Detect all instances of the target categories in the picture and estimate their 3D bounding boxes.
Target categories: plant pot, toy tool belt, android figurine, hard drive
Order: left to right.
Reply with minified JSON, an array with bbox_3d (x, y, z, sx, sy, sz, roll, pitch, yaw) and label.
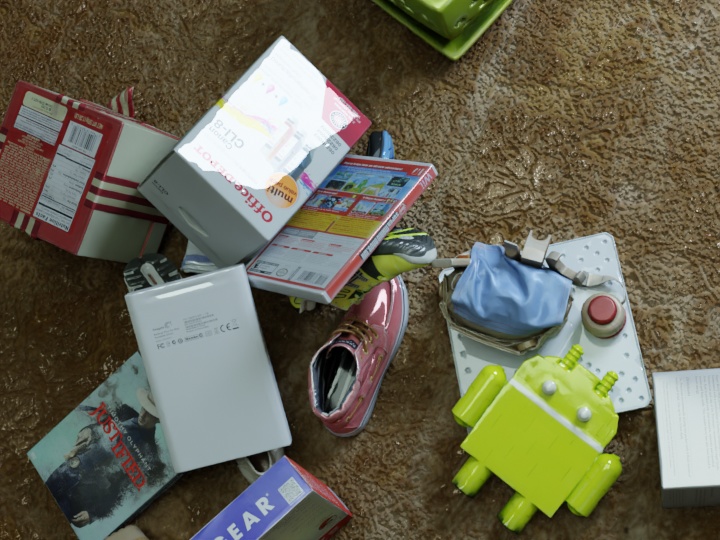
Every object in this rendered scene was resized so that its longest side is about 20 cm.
[{"bbox_3d":[-0.162,0.106,1.481,0.131,0.026,0.201,-14,99,4],"label":"hard drive"},{"bbox_3d":[0.096,-0.378,1.605,0.200,0.182,0.199,40,84,22],"label":"plant pot"},{"bbox_3d":[0.179,0.024,1.457,0.199,0.123,0.126,10,75,16],"label":"toy tool belt"},{"bbox_3d":[0.190,0.173,1.453,0.182,0.041,0.200,39,96,8],"label":"android figurine"}]

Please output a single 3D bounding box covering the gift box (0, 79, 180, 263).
[{"bbox_3d":[-0.302,-0.118,1.607,0.184,0.187,0.201,28,95,22],"label":"gift box"}]

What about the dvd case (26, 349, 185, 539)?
[{"bbox_3d":[-0.272,0.201,1.560,0.200,0.022,0.146,-41,71,11],"label":"dvd case"}]

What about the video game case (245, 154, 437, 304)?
[{"bbox_3d":[-0.025,-0.049,1.484,0.143,0.017,0.200,11,53,47],"label":"video game case"}]

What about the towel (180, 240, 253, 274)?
[{"bbox_3d":[-0.132,-0.087,1.648,0.146,0.024,0.201,3,73,13],"label":"towel"}]

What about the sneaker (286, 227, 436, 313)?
[{"bbox_3d":[0.000,0.000,1.505,0.199,0.075,0.077,-7,98,36],"label":"sneaker"}]

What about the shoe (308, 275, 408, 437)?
[{"bbox_3d":[-0.001,0.081,1.525,0.071,0.091,0.201,14,76,17],"label":"shoe"}]

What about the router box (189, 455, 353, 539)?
[{"bbox_3d":[-0.115,0.292,1.435,0.200,0.180,0.049,-42,68,-2],"label":"router box"}]

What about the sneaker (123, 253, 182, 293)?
[{"bbox_3d":[-0.202,0.073,1.574,0.078,0.091,0.200,-22,54,-18],"label":"sneaker"}]

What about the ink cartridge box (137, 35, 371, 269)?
[{"bbox_3d":[-0.119,-0.125,1.535,0.145,0.145,0.200,43,63,-9],"label":"ink cartridge box"}]

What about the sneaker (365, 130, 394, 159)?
[{"bbox_3d":[-0.018,-0.077,1.592,0.082,0.071,0.200,24,82,13],"label":"sneaker"}]

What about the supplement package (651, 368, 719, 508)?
[{"bbox_3d":[0.399,0.168,1.388,0.199,0.120,0.122,-4,70,12],"label":"supplement package"}]

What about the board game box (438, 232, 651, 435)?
[{"bbox_3d":[0.200,0.075,1.516,0.199,0.026,0.201,-13,70,9],"label":"board game box"}]

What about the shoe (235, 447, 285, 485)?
[{"bbox_3d":[-0.129,0.149,1.553,0.070,0.053,0.201,-23,69,5],"label":"shoe"}]

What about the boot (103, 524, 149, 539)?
[{"bbox_3d":[-0.285,0.391,1.499,0.199,0.072,0.167,-32,66,-2],"label":"boot"}]
